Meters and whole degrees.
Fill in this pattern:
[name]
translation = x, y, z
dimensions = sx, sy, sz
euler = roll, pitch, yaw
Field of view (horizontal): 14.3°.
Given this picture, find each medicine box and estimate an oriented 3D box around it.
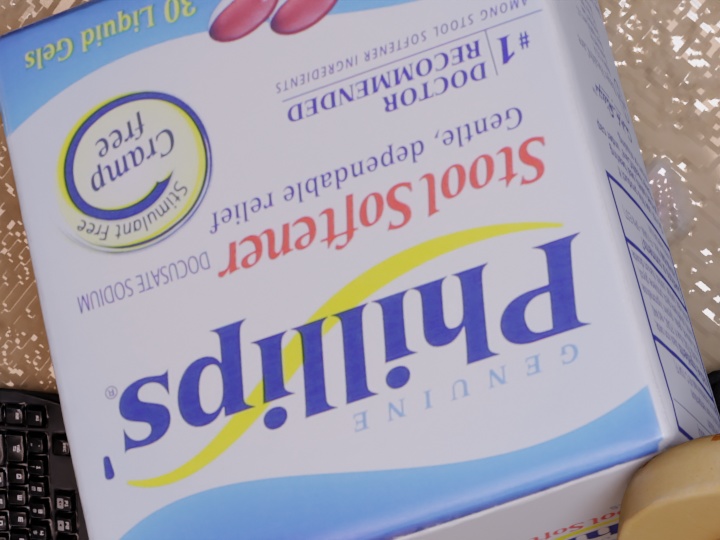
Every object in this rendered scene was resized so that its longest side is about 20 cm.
[medicine box]
translation = 0.000, 0.000, 0.901
dimensions = 0.182, 0.103, 0.200
euler = -19, 69, 13

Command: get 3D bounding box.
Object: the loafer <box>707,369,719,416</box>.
[loafer]
translation = 0.177, 0.060, 0.924
dimensions = 0.200, 0.073, 0.071
euler = -11, 126, 44

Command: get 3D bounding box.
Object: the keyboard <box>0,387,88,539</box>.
[keyboard]
translation = -0.113, 0.142, 1.027
dimensions = 0.104, 0.040, 0.200
euler = 1, 104, 10

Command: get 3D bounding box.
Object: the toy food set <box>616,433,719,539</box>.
[toy food set]
translation = 0.181, 0.089, 0.838
dimensions = 0.200, 0.198, 0.049
euler = -11, 64, 16
